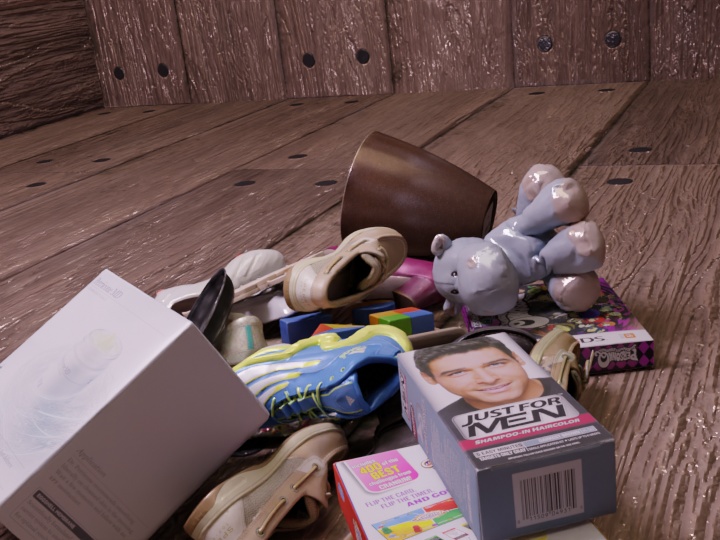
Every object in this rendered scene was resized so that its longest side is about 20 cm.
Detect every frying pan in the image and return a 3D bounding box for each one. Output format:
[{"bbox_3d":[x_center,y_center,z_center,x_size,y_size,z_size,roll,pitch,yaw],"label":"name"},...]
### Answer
[{"bbox_3d":[-0.177,0.085,0.944,0.031,0.191,0.115,28,-15,-18],"label":"frying pan"}]

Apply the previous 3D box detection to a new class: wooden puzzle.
[{"bbox_3d":[-0.009,0.067,1.018,0.185,0.047,0.200,-10,4,-22],"label":"wooden puzzle"}]

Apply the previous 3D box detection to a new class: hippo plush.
[{"bbox_3d":[0.159,-0.030,1.042,0.160,0.160,0.200,-13,20,-18],"label":"hippo plush"}]

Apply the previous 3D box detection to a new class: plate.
[{"bbox_3d":[-0.092,0.029,1.168,0.199,0.032,0.200,-19,5,44],"label":"plate"}]

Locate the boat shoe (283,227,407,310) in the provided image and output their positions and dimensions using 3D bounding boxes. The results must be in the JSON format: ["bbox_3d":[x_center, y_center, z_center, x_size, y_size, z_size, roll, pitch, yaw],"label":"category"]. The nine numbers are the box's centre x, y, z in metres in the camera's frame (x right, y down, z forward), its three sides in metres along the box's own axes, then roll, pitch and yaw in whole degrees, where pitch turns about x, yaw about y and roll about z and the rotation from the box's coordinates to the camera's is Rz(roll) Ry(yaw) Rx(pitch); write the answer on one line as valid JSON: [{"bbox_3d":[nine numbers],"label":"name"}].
[{"bbox_3d":[0.000,0.000,1.056,0.065,0.072,0.200,4,18,38],"label":"boat shoe"}]

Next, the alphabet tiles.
[{"bbox_3d":[-0.124,0.017,1.128,0.195,0.015,0.200,-22,3,30],"label":"alphabet tiles"}]

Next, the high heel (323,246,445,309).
[{"bbox_3d":[0.040,0.001,1.251,0.096,0.068,0.200,-30,42,-32],"label":"high heel"}]

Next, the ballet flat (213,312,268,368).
[{"bbox_3d":[-0.137,0.078,1.003,0.067,0.063,0.200,-6,-4,-23],"label":"ballet flat"}]

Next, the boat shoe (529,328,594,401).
[{"bbox_3d":[0.177,0.124,0.852,0.062,0.074,0.200,9,34,23],"label":"boat shoe"}]

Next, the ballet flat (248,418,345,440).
[{"bbox_3d":[-0.104,0.134,0.922,0.199,0.064,0.076,-10,20,-10],"label":"ballet flat"}]

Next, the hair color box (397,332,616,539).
[{"bbox_3d":[0.101,0.116,0.696,0.099,0.061,0.200,-10,18,-10],"label":"hair color box"}]

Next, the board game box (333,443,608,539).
[{"bbox_3d":[0.076,0.185,0.660,0.152,0.040,0.200,-10,19,-10],"label":"board game box"}]

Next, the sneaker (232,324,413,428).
[{"bbox_3d":[-0.043,0.102,0.844,0.199,0.076,0.105,-22,9,-4],"label":"sneaker"}]

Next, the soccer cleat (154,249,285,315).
[{"bbox_3d":[-0.184,0.030,1.258,0.199,0.070,0.078,-23,28,-22],"label":"soccer cleat"}]

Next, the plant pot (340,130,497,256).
[{"bbox_3d":[0.097,-0.096,1.385,0.199,0.188,0.187,15,25,16],"label":"plant pot"}]

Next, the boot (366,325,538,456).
[{"bbox_3d":[0.093,0.131,0.870,0.199,0.069,0.174,-17,20,0],"label":"boot"}]

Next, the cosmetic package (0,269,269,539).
[{"bbox_3d":[-0.220,0.124,0.784,0.200,0.123,0.199,-44,33,-18],"label":"cosmetic package"}]

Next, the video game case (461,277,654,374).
[{"bbox_3d":[0.215,0.064,1.055,0.180,0.036,0.200,-6,19,1],"label":"video game case"}]

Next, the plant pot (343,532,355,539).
[{"bbox_3d":[0.066,0.218,0.674,0.199,0.028,0.200,-5,19,2],"label":"plant pot"}]

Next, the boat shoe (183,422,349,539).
[{"bbox_3d":[-0.060,0.186,0.765,0.065,0.072,0.200,41,25,16],"label":"boat shoe"}]
